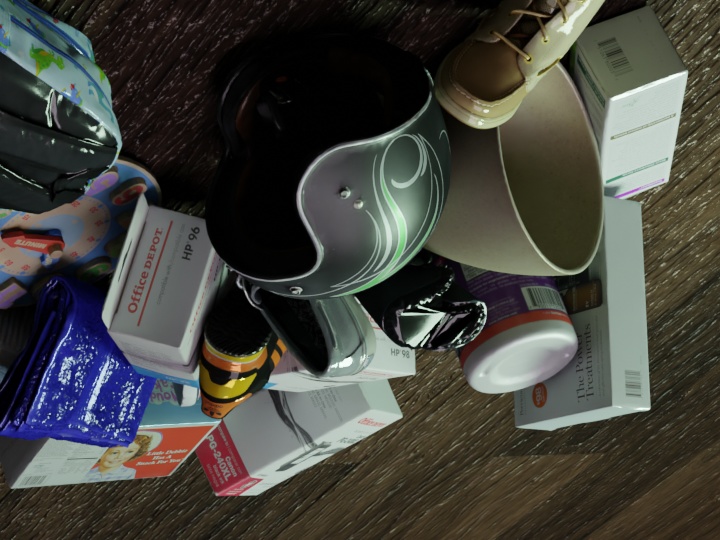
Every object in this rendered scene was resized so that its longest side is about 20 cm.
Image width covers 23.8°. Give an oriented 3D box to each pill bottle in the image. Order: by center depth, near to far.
[{"bbox_3d":[0.122,0.005,1.616,0.111,0.201,0.112,-15,151,-8],"label":"pill bottle"}]

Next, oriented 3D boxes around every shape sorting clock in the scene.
[{"bbox_3d":[-0.259,-0.029,1.431,0.199,0.039,0.200,-19,153,-10],"label":"shape sorting clock"}]

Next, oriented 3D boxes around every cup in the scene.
[{"bbox_3d":[0.106,-0.085,1.491,0.143,0.201,0.200,-11,162,31],"label":"cup"}]

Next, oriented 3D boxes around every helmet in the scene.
[{"bbox_3d":[-0.026,-0.074,1.371,0.199,0.200,0.191,-14,135,-19],"label":"helmet"}]

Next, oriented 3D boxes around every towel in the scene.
[{"bbox_3d":[-0.240,0.090,1.528,0.148,0.049,0.200,-65,157,1],"label":"towel"}]

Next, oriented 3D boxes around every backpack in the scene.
[{"bbox_3d":[-0.256,-0.119,1.178,0.163,0.154,0.200,-39,128,23],"label":"backpack"}]

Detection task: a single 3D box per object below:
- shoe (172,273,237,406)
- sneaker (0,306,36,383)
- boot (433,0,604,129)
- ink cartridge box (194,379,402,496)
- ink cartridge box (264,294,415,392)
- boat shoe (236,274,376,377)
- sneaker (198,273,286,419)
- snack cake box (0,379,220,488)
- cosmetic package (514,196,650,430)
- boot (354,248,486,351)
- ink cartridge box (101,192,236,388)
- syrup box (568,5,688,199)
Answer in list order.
[{"bbox_3d":[-0.136,0.063,1.663,0.091,0.072,0.200,-11,147,-17],"label":"shoe"},{"bbox_3d":[-0.311,0.080,1.550,0.082,0.074,0.200,-37,151,16],"label":"sneaker"},{"bbox_3d":[0.143,-0.205,1.334,0.200,0.073,0.156,-41,171,-47],"label":"boot"},{"bbox_3d":[-0.068,0.165,1.864,0.199,0.084,0.145,-29,167,10],"label":"ink cartridge box"},{"bbox_3d":[-0.027,0.074,1.691,0.199,0.067,0.116,-12,165,39],"label":"ink cartridge box"},{"bbox_3d":[-0.065,0.007,1.456,0.070,0.201,0.071,-47,160,31],"label":"boat shoe"},{"bbox_3d":[-0.097,0.061,1.527,0.200,0.070,0.090,-50,160,-63],"label":"sneaker"},{"bbox_3d":[-0.259,0.161,1.749,0.199,0.067,0.115,2,142,-41],"label":"snack cake box"},{"bbox_3d":[0.207,0.044,1.640,0.051,0.201,0.151,7,164,-29],"label":"cosmetic package"},{"bbox_3d":[0.000,0.000,1.514,0.199,0.168,0.077,11,110,-26],"label":"boot"},{"bbox_3d":[-0.161,0.021,1.463,0.067,0.117,0.200,14,165,6],"label":"ink cartridge box"},{"bbox_3d":[0.241,-0.146,1.576,0.081,0.079,0.200,-21,154,-7],"label":"syrup box"}]
